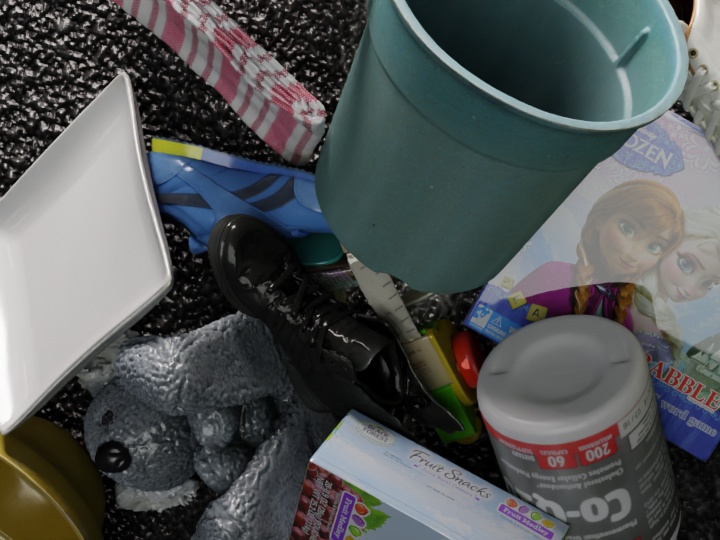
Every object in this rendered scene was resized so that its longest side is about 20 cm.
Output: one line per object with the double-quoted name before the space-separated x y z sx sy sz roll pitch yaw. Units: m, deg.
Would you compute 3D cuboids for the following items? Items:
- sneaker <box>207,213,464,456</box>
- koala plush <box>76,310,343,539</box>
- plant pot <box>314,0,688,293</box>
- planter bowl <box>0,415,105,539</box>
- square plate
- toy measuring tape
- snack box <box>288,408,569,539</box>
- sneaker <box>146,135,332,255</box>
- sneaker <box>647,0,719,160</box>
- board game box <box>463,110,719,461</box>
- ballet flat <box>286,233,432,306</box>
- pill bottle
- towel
"sneaker" -0.017 0.043 0.948 0.104 0.060 0.201 0 128 50
"koala plush" -0.127 0.114 1.042 0.199 0.184 0.179 -14 103 38
"plant pot" 0.070 -0.100 0.885 0.200 0.200 0.197 34 136 4
"planter bowl" -0.261 0.173 1.093 0.199 0.084 0.202 19 134 21
"square plate" -0.207 -0.011 1.018 0.198 0.028 0.201 -40 49 28
"toy measuring tape" 0.039 0.041 1.000 0.073 0.074 0.201 -21 117 17
"snack box" 0.032 0.216 0.960 0.168 0.068 0.201 28 132 14
"sneaker" -0.073 -0.040 1.007 0.199 0.066 0.079 13 87 21
"sneaker" 0.223 -0.112 0.893 0.084 0.073 0.202 -6 72 -17
"board game box" 0.204 -0.001 0.976 0.199 0.041 0.201 29 108 5
"ballet flat" 0.000 0.000 1.019 0.198 0.069 0.072 -9 117 14
"pill bottle" 0.155 0.140 0.954 0.113 0.114 0.201 -10 125 16
"towel" -0.105 -0.149 0.965 0.200 0.146 0.030 43 82 1
